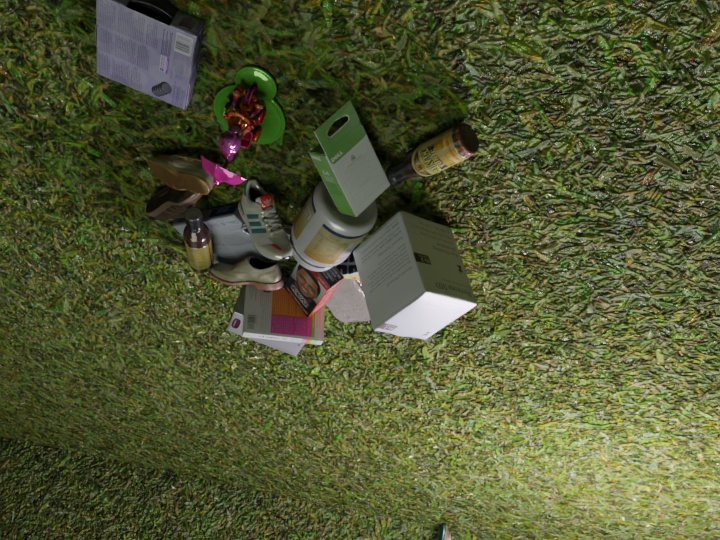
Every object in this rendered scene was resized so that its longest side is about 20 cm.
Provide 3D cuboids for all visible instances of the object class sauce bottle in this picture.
[{"bbox_3d":[0.132,-0.213,1.348,0.066,0.066,0.199,36,142,-27],"label":"sauce bottle"},{"bbox_3d":[-0.385,-0.073,1.671,0.064,0.065,0.201,14,144,3],"label":"sauce bottle"}]

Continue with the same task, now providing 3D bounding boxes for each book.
[{"bbox_3d":[-0.190,0.110,1.758,0.198,0.135,0.048,9,149,-16],"label":"book"}]

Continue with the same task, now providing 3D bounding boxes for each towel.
[{"bbox_3d":[-0.036,0.065,1.822,0.132,0.035,0.200,-6,138,27],"label":"towel"}]

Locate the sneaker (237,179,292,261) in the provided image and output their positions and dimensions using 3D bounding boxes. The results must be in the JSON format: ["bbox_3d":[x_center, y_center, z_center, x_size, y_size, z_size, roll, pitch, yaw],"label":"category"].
[{"bbox_3d":[-0.207,-0.113,1.537,0.070,0.200,0.094,-17,149,-28],"label":"sneaker"}]

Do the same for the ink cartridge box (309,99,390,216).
[{"bbox_3d":[-0.029,-0.215,1.352,0.059,0.104,0.201,22,148,48],"label":"ink cartridge box"}]

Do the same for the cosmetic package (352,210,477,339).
[{"bbox_3d":[0.111,0.015,1.490,0.164,0.201,0.165,13,139,-41],"label":"cosmetic package"}]

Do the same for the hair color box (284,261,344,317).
[{"bbox_3d":[-0.114,0.030,1.682,0.102,0.061,0.200,50,153,7],"label":"hair color box"}]

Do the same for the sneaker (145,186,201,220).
[{"bbox_3d":[-0.414,-0.165,1.642,0.199,0.071,0.075,-13,155,39],"label":"sneaker"}]

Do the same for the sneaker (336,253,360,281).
[{"bbox_3d":[0.000,0.000,1.684,0.198,0.079,0.090,7,151,15],"label":"sneaker"}]

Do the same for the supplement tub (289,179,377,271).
[{"bbox_3d":[-0.064,-0.097,1.515,0.144,0.145,0.200,25,144,-13],"label":"supplement tub"}]

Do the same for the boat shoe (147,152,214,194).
[{"bbox_3d":[-0.380,-0.219,1.536,0.199,0.069,0.074,21,147,31],"label":"boat shoe"}]

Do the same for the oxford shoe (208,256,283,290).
[{"bbox_3d":[-0.283,-0.005,1.740,0.198,0.071,0.074,6,121,14],"label":"oxford shoe"}]

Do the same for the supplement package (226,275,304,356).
[{"bbox_3d":[-0.225,0.104,1.841,0.199,0.157,0.111,22,145,-9],"label":"supplement package"}]

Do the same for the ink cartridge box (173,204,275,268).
[{"bbox_3d":[-0.325,-0.074,1.736,0.198,0.041,0.200,-6,140,29],"label":"ink cartridge box"}]

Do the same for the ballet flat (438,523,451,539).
[{"bbox_3d":[0.373,1.225,3.133,0.065,0.202,0.071,14,-178,-4],"label":"ballet flat"}]

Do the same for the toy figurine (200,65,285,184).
[{"bbox_3d":[-0.232,-0.252,1.332,0.149,0.185,0.200,20,144,-7],"label":"toy figurine"}]

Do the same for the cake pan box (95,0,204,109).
[{"bbox_3d":[-0.389,-0.410,1.296,0.183,0.053,0.200,19,145,-8],"label":"cake pan box"}]

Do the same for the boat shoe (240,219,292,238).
[{"bbox_3d":[-0.190,-0.075,1.660,0.201,0.065,0.074,34,142,-28],"label":"boat shoe"}]
